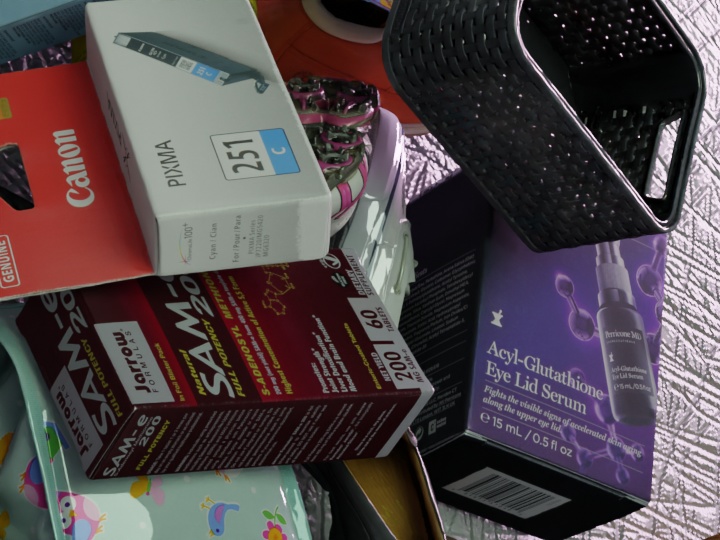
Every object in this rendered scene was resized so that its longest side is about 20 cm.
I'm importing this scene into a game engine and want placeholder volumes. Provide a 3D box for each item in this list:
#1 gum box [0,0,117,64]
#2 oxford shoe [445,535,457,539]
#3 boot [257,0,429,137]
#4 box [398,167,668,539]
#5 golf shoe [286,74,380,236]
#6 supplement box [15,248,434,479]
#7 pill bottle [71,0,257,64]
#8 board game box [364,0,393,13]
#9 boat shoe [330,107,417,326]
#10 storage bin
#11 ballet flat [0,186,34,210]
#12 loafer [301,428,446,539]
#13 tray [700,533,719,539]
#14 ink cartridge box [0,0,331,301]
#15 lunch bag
[{"bbox_3d":[-0.157,-0.225,1.418,0.045,0.199,0.171,58,15,-68],"label":"gum box"},{"bbox_3d":[0.005,0.211,1.418,0.200,0.072,0.072,-38,131,-40],"label":"oxford shoe"},{"bbox_3d":[0.020,-0.142,1.571,0.199,0.107,0.076,7,66,-36],"label":"boot"},{"bbox_3d":[0.103,0.049,1.552,0.147,0.104,0.201,21,60,-27],"label":"box"},{"bbox_3d":[-0.029,-0.044,1.403,0.200,0.072,0.093,-55,152,-67],"label":"golf shoe"},{"bbox_3d":[-0.070,0.046,1.309,0.199,0.061,0.109,-2,50,-39],"label":"supplement box"},{"bbox_3d":[-0.114,-0.113,1.454,0.112,0.112,0.201,9,66,-33],"label":"pill bottle"},{"bbox_3d":[0.001,-0.211,1.501,0.199,0.039,0.158,25,23,-22],"label":"board game box"},{"bbox_3d":[0.000,0.000,1.525,0.067,0.073,0.201,26,70,-29],"label":"boat shoe"},{"bbox_3d":[0.111,-0.119,1.450,0.200,0.093,0.136,46,48,-38],"label":"storage bin"},{"bbox_3d":[-0.248,-0.036,1.358,0.199,0.057,0.067,19,62,-29],"label":"ballet flat"},{"bbox_3d":[0.005,0.098,1.408,0.072,0.072,0.201,-12,68,-31],"label":"loafer"},{"bbox_3d":[0.254,0.196,1.539,0.098,0.200,0.037,27,56,-24],"label":"tray"},{"bbox_3d":[-0.124,-0.071,1.301,0.175,0.045,0.200,-8,40,-14],"label":"ink cartridge box"},{"bbox_3d":[-0.131,0.109,1.342,0.170,0.122,0.201,-3,72,-36],"label":"lunch bag"}]
